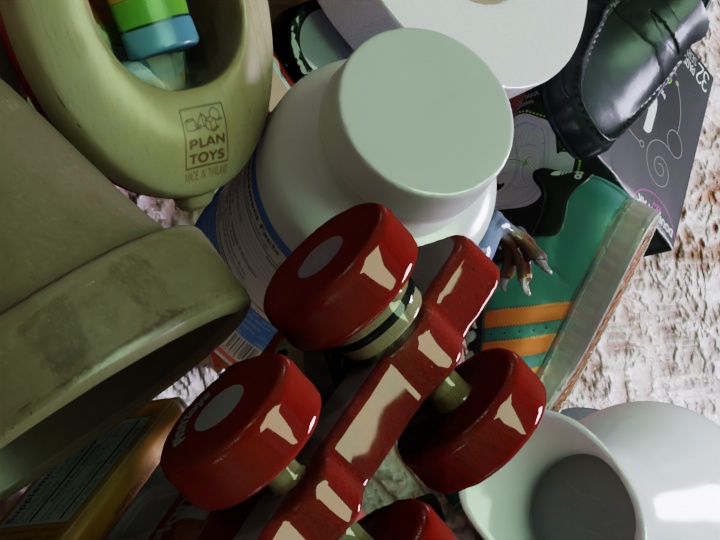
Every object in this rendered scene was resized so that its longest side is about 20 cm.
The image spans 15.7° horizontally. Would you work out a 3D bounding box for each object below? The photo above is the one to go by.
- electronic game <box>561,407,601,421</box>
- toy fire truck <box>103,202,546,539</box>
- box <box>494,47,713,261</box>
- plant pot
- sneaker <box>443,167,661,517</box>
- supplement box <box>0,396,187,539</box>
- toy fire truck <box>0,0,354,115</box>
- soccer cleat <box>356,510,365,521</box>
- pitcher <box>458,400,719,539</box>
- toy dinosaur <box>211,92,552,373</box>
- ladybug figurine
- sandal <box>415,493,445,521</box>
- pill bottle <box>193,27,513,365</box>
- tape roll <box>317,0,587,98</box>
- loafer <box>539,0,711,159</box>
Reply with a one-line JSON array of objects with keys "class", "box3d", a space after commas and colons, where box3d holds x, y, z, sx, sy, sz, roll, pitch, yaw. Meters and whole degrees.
[{"class": "electronic game", "box3d": [0.145, 0.178, 1.528, 0.200, 0.042, 0.200, 20, 60, -38]}, {"class": "toy fire truck", "box3d": [-0.030, 0.068, 1.082, 0.112, 0.168, 0.200, 47, 56, -21]}, {"class": "box", "box3d": [0.092, -0.113, 1.499, 0.200, 0.124, 0.149, 48, 43, -32]}, {"class": "plant pot", "box3d": [-0.173, 0.000, 1.075, 0.175, 0.200, 0.200, 56, 37, 4]}, {"class": "sneaker", "box3d": [0.086, 0.037, 1.445, 0.200, 0.080, 0.071, -61, 169, 4]}, {"class": "supplement box", "box3d": [-0.133, 0.144, 1.133, 0.200, 0.069, 0.067, -50, 117, -36]}, {"class": "toy fire truck", "box3d": [-0.112, -0.110, 1.254, 0.200, 0.129, 0.176, -41, 106, -30]}, {"class": "soccer cleat", "box3d": [-0.010, 0.192, 1.310, 0.067, 0.076, 0.200, -6, 67, -54]}, {"class": "pitcher", "box3d": [0.155, 0.150, 1.395, 0.172, 0.121, 0.200, 57, 20, 17]}, {"class": "toy dinosaur", "box3d": [0.000, 0.000, 1.353, 0.181, 0.105, 0.200, 6, 75, -41]}, {"class": "ladybug figurine", "box3d": [-0.108, -0.120, 1.145, 0.136, 0.072, 0.200, -15, 89, -42]}, {"class": "sandal", "box3d": [0.064, 0.186, 1.351, 0.200, 0.045, 0.075, -107, 172, -58]}, {"class": "pill bottle", "box3d": [-0.004, -0.029, 1.201, 0.112, 0.200, 0.112, 9, 64, -19]}, {"class": "tape roll", "box3d": [0.038, -0.179, 1.330, 0.203, 0.037, 0.203, 23, 56, -39]}, {"class": "loafer", "box3d": [0.152, -0.136, 1.422, 0.068, 0.070, 0.201, 54, 41, -24]}]
